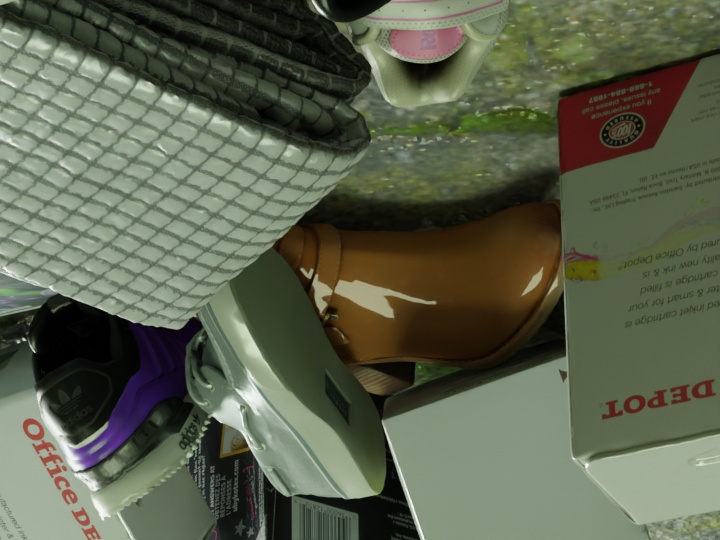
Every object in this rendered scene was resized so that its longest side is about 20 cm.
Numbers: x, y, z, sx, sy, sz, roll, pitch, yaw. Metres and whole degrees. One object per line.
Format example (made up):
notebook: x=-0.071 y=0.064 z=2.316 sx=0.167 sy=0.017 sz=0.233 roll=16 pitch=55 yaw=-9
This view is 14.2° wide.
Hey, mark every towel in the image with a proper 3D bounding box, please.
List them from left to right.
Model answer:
towel: x=-0.117 y=-0.067 z=1.202 sx=0.200 sy=0.086 sz=0.166 roll=22 pitch=141 yaw=-28

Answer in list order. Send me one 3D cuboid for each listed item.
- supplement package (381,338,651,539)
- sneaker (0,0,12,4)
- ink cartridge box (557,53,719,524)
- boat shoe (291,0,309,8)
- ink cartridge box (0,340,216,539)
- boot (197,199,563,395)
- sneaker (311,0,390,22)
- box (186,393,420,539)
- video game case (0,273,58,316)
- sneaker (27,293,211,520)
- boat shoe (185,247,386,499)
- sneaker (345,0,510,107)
supplement package: x=0.079 y=0.106 z=1.515 sx=0.109 sy=0.114 sz=0.200 roll=-19 pitch=179 yaw=1
sneaker: x=-0.102 y=-0.181 z=1.073 sx=0.200 sy=0.075 sz=0.105 roll=-31 pitch=149 yaw=-15
ink cartridge box: x=0.174 y=0.003 z=1.339 sx=0.147 sy=0.200 sz=0.086 roll=-13 pitch=149 yaw=22
boat shoe: x=-0.055 y=-0.114 z=1.258 sx=0.063 sy=0.073 sz=0.201 roll=-9 pitch=143 yaw=25
ink cartridge box: x=-0.202 y=0.128 z=1.621 sx=0.200 sy=0.084 sz=0.146 roll=-18 pitch=110 yaw=29
boot: x=0.000 y=0.000 z=1.470 sx=0.155 sy=0.074 sz=0.200 roll=24 pitch=141 yaw=-31
sneaker: x=0.035 y=-0.165 z=1.049 sx=0.080 sy=0.115 sz=0.200 roll=18 pitch=118 yaw=-44
box: x=-0.003 y=0.156 z=1.690 sx=0.200 sy=0.132 sz=0.115 roll=18 pitch=145 yaw=-30
video game case: x=-0.230 y=0.009 z=1.466 sx=0.200 sy=0.023 sz=0.182 roll=-12 pitch=171 yaw=20
sneaker: x=-0.124 y=0.045 z=1.498 sx=0.070 sy=0.200 sz=0.100 roll=-35 pitch=101 yaw=13
boat shoe: x=-0.051 y=0.057 z=1.449 sx=0.071 sy=0.070 sz=0.201 roll=-11 pitch=141 yaw=18
sneaker: x=0.030 y=-0.137 z=1.196 sx=0.081 sy=0.088 sz=0.200 roll=-4 pitch=151 yaw=7
